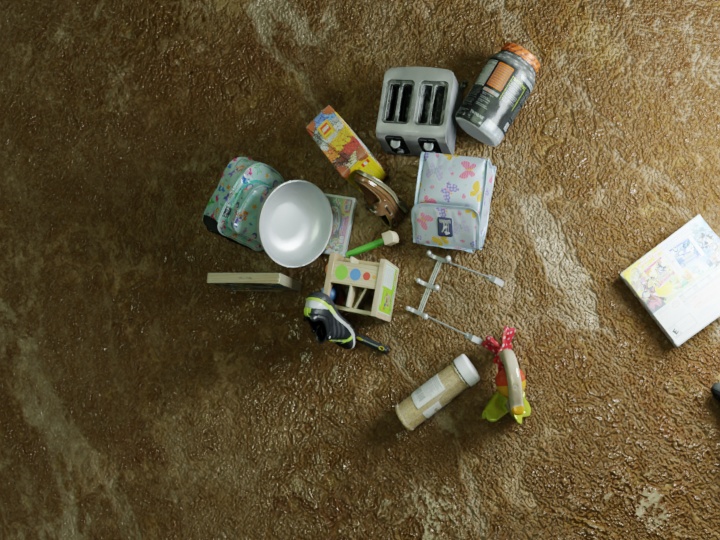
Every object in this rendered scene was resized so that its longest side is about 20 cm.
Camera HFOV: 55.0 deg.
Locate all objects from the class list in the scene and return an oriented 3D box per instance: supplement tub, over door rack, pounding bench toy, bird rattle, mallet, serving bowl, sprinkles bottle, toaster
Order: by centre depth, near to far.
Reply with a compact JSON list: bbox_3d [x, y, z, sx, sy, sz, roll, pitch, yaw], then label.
[{"bbox_3d":[0.316,0.222,1.449,0.109,0.163,0.207,1,91,0],"label":"bird rattle"},{"bbox_3d":[0.169,0.270,1.531,0.198,0.068,0.069,-39,72,10],"label":"sprinkles bottle"},{"bbox_3d":[0.202,0.053,1.534,0.197,0.066,0.151,23,91,35],"label":"over door rack"},{"bbox_3d":[0.310,-0.395,1.554,0.121,0.122,0.203,34,93,20],"label":"supplement tub"},{"bbox_3d":[0.000,0.000,1.598,0.151,0.124,0.207,9,84,19],"label":"pounding bench toy"},{"bbox_3d":[0.142,-0.373,1.610,0.175,0.118,0.207,8,84,19],"label":"toaster"},{"bbox_3d":[-0.028,0.160,1.633,0.197,0.041,0.067,30,92,16],"label":"mallet"},{"bbox_3d":[-0.164,-0.114,1.637,0.065,0.197,0.205,20,87,55],"label":"serving bowl"}]

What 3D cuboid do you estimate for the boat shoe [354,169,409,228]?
[{"bbox_3d":[0.043,-0.156,1.569,0.071,0.199,0.069,34,89,43],"label":"boat shoe"}]

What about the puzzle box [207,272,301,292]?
[{"bbox_3d":[-0.256,0.029,1.676,0.194,0.133,0.026,0,80,19],"label":"puzzle box"}]

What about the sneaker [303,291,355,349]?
[{"bbox_3d":[-0.078,0.132,1.539,0.070,0.201,0.084,-1,51,32],"label":"sneaker"}]

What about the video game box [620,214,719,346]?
[{"bbox_3d":[0.667,0.022,1.413,0.198,0.047,0.184,-37,74,10],"label":"video game box"}]

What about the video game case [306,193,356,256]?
[{"bbox_3d":[-0.114,-0.120,1.711,0.194,0.018,0.148,10,86,20],"label":"video game case"}]

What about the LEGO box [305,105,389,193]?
[{"bbox_3d":[-0.026,-0.272,1.608,0.077,0.199,0.150,-39,73,9],"label":"LEGO box"}]

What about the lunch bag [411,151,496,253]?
[{"bbox_3d":[0.207,-0.151,1.553,0.165,0.127,0.207,10,92,21],"label":"lunch bag"}]

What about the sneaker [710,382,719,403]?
[{"bbox_3d":[0.738,0.323,1.336,0.104,0.060,0.200,-46,74,2],"label":"sneaker"}]

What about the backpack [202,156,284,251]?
[{"bbox_3d":[-0.268,-0.165,1.679,0.148,0.176,0.205,17,83,39],"label":"backpack"}]
